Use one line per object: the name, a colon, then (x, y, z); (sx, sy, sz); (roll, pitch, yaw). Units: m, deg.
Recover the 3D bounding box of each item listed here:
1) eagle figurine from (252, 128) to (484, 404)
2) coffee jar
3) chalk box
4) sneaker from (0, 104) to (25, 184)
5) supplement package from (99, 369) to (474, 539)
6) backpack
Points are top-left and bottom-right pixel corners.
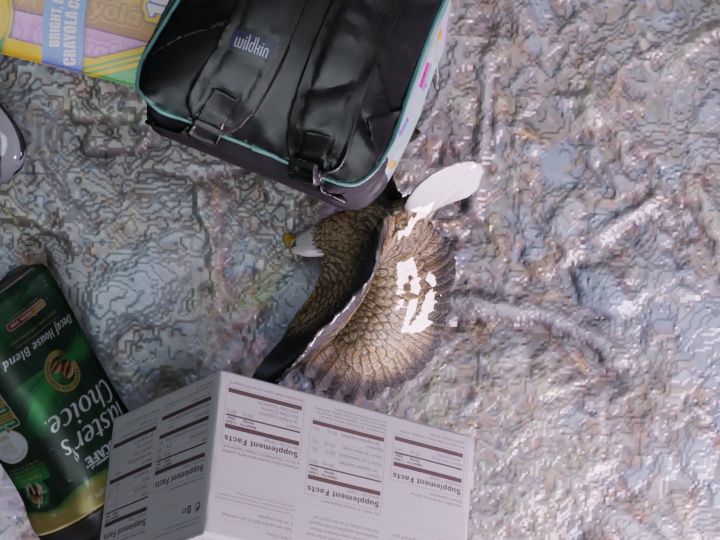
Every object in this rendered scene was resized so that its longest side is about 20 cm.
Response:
eagle figurine: (-0.003, 0.000, 1.647); (0.151, 0.151, 0.201); (4, 88, -14)
coffee jar: (-0.213, 0.102, 1.657); (0.085, 0.104, 0.200); (-23, 103, 43)
chalk box: (-0.207, -0.201, 1.604); (0.199, 0.124, 0.124); (13, 98, -4)
sneaker: (-0.315, -0.127, 1.605); (0.087, 0.074, 0.200); (-36, 80, -29)
supplement package: (-0.051, 0.157, 1.603); (0.200, 0.156, 0.111); (17, 66, -28)
backpack: (-0.031, -0.155, 1.519); (0.175, 0.153, 0.201); (21, 87, 5)
